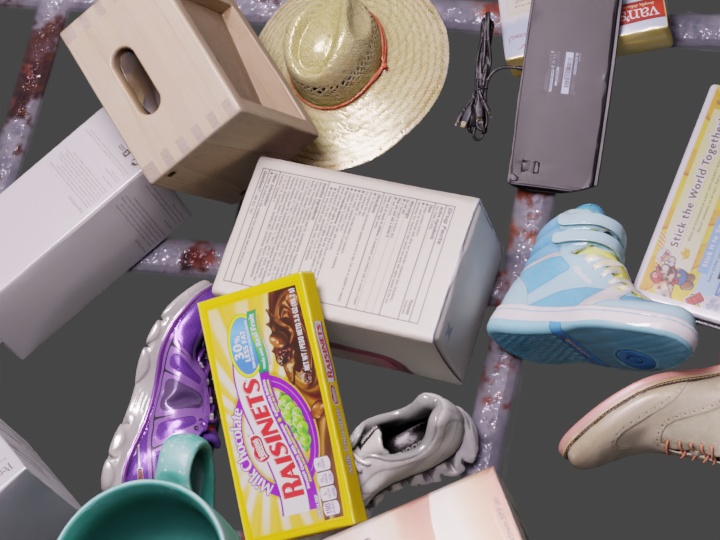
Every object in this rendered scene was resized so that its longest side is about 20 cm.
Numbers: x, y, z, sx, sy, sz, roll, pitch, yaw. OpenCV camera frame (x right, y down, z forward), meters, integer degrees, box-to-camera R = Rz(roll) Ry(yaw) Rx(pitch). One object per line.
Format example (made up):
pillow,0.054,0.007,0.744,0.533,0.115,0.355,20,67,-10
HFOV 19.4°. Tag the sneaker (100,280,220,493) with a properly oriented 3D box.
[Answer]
sneaker,-0.147,0.108,1.746,0.083,0.081,0.201,16,81,8

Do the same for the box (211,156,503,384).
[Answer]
box,0.000,0.000,1.718,0.199,0.109,0.129,13,71,21

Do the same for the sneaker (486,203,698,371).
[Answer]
sneaker,0.194,0.006,1.646,0.199,0.079,0.131,3,61,47

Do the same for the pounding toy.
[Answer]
pounding toy,-0.161,-0.158,1.774,0.142,0.184,0.201,-38,73,16

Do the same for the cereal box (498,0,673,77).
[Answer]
cereal box,0.187,-0.274,1.825,0.143,0.040,0.201,-10,66,13

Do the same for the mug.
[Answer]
mug,-0.146,0.242,1.650,0.185,0.114,0.152,-44,63,-6

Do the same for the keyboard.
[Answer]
keyboard,0.150,-0.167,1.767,0.126,0.021,0.202,8,85,9

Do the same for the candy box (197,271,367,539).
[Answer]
candy box,-0.063,0.110,1.646,0.102,0.026,0.201,-17,81,28

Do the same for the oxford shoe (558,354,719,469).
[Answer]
oxford shoe,0.251,0.118,1.615,0.199,0.071,0.074,-23,65,6

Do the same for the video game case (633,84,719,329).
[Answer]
video game case,0.335,-0.040,1.687,0.181,0.023,0.201,17,73,22

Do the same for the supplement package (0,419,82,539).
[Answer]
supplement package,-0.342,0.216,1.697,0.200,0.156,0.111,-43,63,-6

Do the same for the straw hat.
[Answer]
straw hat,-0.024,-0.193,1.825,0.200,0.085,0.202,-7,65,14

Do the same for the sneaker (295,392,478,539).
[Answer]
sneaker,-0.004,0.159,1.666,0.199,0.081,0.075,-33,63,2

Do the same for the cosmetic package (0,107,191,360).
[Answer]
cosmetic package,-0.257,-0.030,1.810,0.200,0.108,0.085,-39,61,-5

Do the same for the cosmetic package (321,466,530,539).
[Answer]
cosmetic package,0.036,0.242,1.612,0.199,0.087,0.104,-25,64,5
